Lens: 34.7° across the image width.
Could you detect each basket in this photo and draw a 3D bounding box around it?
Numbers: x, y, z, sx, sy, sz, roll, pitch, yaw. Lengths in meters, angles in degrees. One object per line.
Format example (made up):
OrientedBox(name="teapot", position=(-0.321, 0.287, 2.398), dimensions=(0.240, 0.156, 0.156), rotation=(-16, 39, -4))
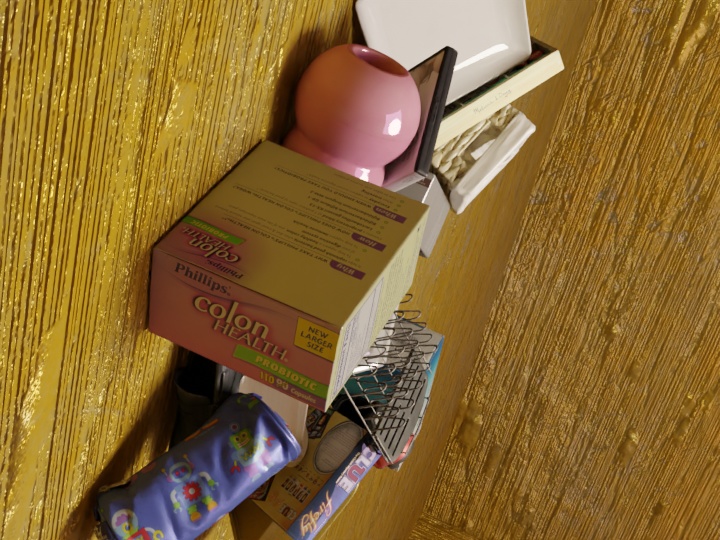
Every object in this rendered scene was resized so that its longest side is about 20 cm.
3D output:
OrientedBox(name="basket", position=(0.137, -0.171, 1.540), dimensions=(0.136, 0.123, 0.200), rotation=(-46, 177, -2))

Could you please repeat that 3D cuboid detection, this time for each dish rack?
OrientedBox(name="dish rack", position=(0.030, 0.092, 1.192), dimensions=(0.201, 0.054, 0.154), rotation=(63, 38, -30))

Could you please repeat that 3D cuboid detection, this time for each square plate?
OrientedBox(name="square plate", position=(0.093, -0.268, 1.269), dimensions=(0.197, 0.029, 0.201), rotation=(-29, 141, -8))

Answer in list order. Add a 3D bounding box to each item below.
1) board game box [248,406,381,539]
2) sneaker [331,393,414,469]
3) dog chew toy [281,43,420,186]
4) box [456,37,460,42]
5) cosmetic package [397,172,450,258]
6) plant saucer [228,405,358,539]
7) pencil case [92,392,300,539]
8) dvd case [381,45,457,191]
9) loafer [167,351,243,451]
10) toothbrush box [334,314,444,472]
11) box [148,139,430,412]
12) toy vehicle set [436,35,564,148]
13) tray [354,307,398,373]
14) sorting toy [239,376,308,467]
OrientedBox(name="board game box", position=(-0.072, 0.208, 1.278), dimensions=(0.136, 0.199, 0.035), rotation=(-49, 119, -11))
OrientedBox(name="sneaker", position=(-0.031, 0.201, 1.453), dimensions=(0.098, 0.199, 0.071), rotation=(58, 41, -28))
OrientedBox(name="dog chew toy", position=(-0.022, -0.115, 1.125), dimensions=(0.202, 0.124, 0.124), rotation=(-65, 169, 23))
OrientedBox(name="box", position=(0.130, -0.367, 1.392), dimensions=(0.166, 0.085, 0.200), rotation=(-70, 167, 16))
OrientedBox(name="cosmetic package", position=(0.046, -0.085, 1.477), dimensions=(0.091, 0.106, 0.200), rotation=(-66, 166, -1))
OrientedBox(name="plant saucer", position=(-0.096, 0.259, 1.362), dimensions=(0.201, 0.048, 0.200), rotation=(-54, -155, 13))
OrientedBox(name="pencil case", position=(-0.152, 0.190, 1.048), dimensions=(0.199, 0.087, 0.078), rotation=(-35, -175, -20))
OrientedBox(name="dvd case", position=(0.026, -0.138, 1.203), dimensions=(0.199, 0.017, 0.144), rotation=(-21, -130, 58))
OrientedBox(name="loafer", position=(-0.151, 0.112, 1.104), dimensions=(0.070, 0.068, 0.202), rotation=(1, 119, -44))
OrientedBox(name="toothbrush box", position=(0.014, 0.146, 1.490), dimensions=(0.086, 0.145, 0.201), rotation=(-55, 162, -42))
OrientedBox(name="box", position=(-0.059, -0.002, 1.014), dimensions=(0.200, 0.174, 0.098), rotation=(-53, 160, -49))
OrientedBox(name="toy vehicle set", position=(0.132, -0.220, 1.391), dimensions=(0.199, 0.124, 0.027), rotation=(-33, 121, -7))
OrientedBox(name="tray", position=(0.004, 0.045, 1.272), dimensions=(0.106, 0.022, 0.202), rotation=(-13, 132, -30))
OrientedBox(name="sorting toy", position=(-0.081, 0.071, 1.250), dimensions=(0.180, 0.105, 0.202), rotation=(-65, 167, -60))
